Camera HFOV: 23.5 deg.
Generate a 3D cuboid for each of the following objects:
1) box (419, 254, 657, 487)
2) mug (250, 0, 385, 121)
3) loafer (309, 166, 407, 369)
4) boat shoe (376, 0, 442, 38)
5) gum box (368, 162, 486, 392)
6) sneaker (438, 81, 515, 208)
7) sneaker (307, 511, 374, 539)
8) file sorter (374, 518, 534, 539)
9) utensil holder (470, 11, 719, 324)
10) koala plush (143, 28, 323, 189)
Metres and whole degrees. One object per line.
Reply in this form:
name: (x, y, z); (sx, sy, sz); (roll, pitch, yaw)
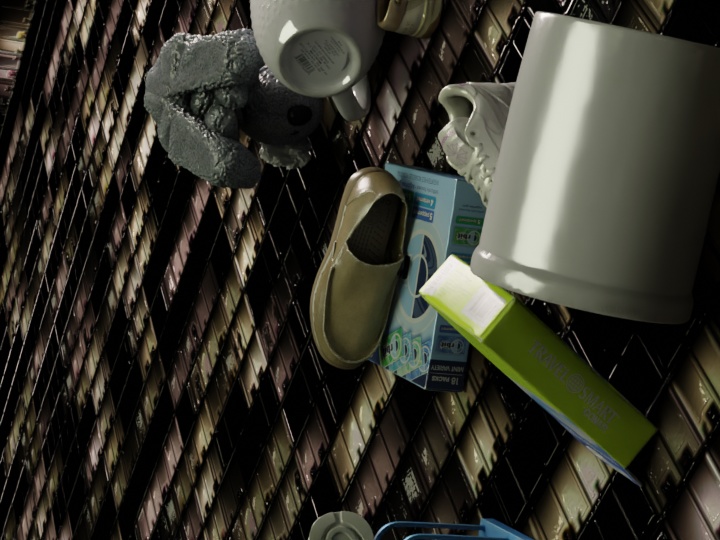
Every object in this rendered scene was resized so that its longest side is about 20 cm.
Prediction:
box: (0.144, 0.078, 1.348); (0.048, 0.200, 0.122); (-49, 27, -1)
mug: (-0.034, -0.250, 1.838); (0.176, 0.147, 0.200); (-92, -19, -50)
loafer: (0.000, 0.000, 1.678); (0.067, 0.076, 0.200); (-153, 70, -73)
boat shoe: (0.044, -0.338, 1.784); (0.072, 0.065, 0.200); (152, 121, -62)
gum box: (0.061, 0.003, 1.689); (0.170, 0.044, 0.200); (-158, 74, -66)
sneaker: (0.116, -0.081, 1.517); (0.075, 0.099, 0.200); (-53, 39, 46)
sneaker: (-0.016, 0.309, 1.473); (0.081, 0.076, 0.200); (123, 151, -66)
file sorter: (0.095, 0.295, 1.445); (0.200, 0.122, 0.139); (-165, 82, -66)
utensil holder: (0.185, -0.078, 1.282); (0.170, 0.170, 0.200); (-150, 71, -64)
koala plush: (-0.124, -0.194, 1.980); (0.184, 0.200, 0.178); (20, 108, 47)
